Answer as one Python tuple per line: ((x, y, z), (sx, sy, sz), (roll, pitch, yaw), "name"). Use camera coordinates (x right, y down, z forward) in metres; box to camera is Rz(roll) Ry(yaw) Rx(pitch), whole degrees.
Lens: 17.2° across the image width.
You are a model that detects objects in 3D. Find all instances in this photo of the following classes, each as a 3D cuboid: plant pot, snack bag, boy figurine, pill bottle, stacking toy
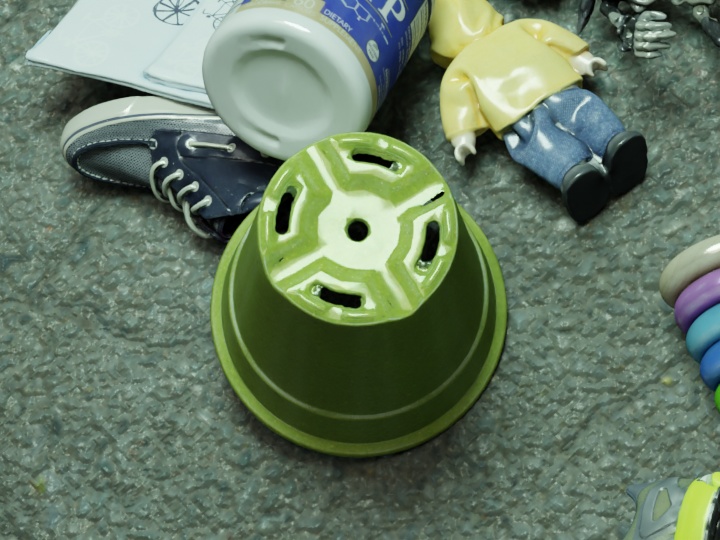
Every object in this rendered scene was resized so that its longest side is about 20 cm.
((0.000, 0.000, 1.504), (0.199, 0.190, 0.201), (0, 74, -1), "plant pot")
((-0.116, -0.188, 1.723), (0.199, 0.021, 0.189), (14, 45, 19), "snack bag")
((0.105, -0.121, 1.644), (0.124, 0.065, 0.200), (-38, 59, -10), "boy figurine")
((-0.016, -0.177, 1.617), (0.119, 0.120, 0.200), (10, 43, 19), "pill bottle")
((0.255, 0.078, 1.492), (0.085, 0.085, 0.201), (-18, 63, 4), "stacking toy")

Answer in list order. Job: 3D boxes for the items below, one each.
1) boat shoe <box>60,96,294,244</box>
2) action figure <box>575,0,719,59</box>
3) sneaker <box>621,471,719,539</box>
((-0.119, -0.065, 1.664), (0.199, 0.075, 0.093), (-3, 54, 12), "boat shoe")
((0.217, -0.196, 1.606), (0.199, 0.102, 0.119), (20, 97, 4), "action figure")
((0.179, 0.217, 1.449), (0.081, 0.074, 0.201), (2, 63, 41), "sneaker")
